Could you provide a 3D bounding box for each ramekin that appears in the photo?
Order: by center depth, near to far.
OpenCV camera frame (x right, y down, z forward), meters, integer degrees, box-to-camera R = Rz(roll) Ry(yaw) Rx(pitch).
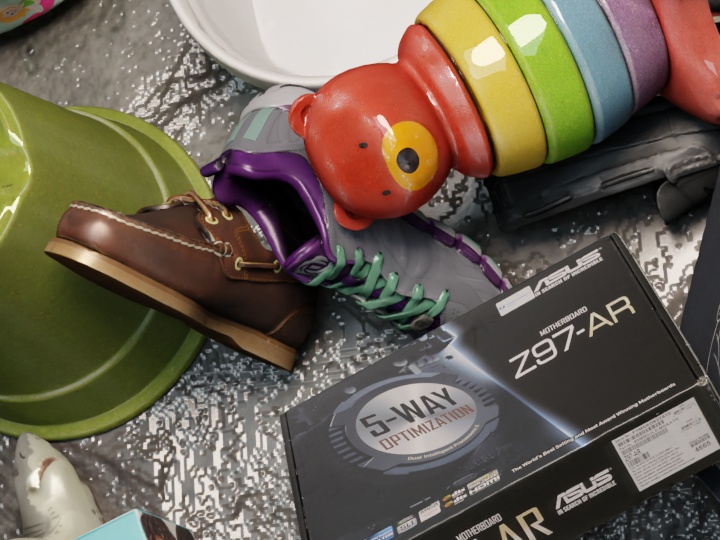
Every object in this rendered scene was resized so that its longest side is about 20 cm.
[{"bbox_3d":[-0.004,-0.180,1.024,0.199,0.105,0.201,-4,76,14],"label":"ramekin"}]

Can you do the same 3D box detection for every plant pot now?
[{"bbox_3d":[-0.196,-0.024,0.990,0.199,0.190,0.201,-4,74,14],"label":"plant pot"}]

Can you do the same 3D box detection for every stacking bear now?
[{"bbox_3d":[0.065,-0.092,0.902,0.200,0.122,0.114,-28,28,-7],"label":"stacking bear"}]

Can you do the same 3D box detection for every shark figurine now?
[{"bbox_3d":[-0.182,0.199,0.977,0.128,0.215,0.090,38,129,-7],"label":"shark figurine"}]

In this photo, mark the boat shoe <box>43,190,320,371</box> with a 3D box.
[{"bbox_3d":[-0.085,-0.006,0.952,0.070,0.200,0.071,22,86,30],"label":"boat shoe"}]

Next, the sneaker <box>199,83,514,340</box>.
[{"bbox_3d":[0.000,0.000,0.952,0.200,0.088,0.074,43,131,-7],"label":"sneaker"}]

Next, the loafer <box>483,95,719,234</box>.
[{"bbox_3d":[0.164,-0.060,0.974,0.200,0.068,0.071,-7,94,9],"label":"loafer"}]

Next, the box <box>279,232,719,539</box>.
[{"bbox_3d":[0.064,0.076,0.880,0.200,0.044,0.160,-29,26,7],"label":"box"}]

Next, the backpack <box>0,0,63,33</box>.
[{"bbox_3d":[-0.245,-0.241,1.088,0.177,0.151,0.201,-20,76,8],"label":"backpack"}]

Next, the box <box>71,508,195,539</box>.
[{"bbox_3d":[-0.073,0.212,0.835,0.049,0.082,0.200,-27,71,6],"label":"box"}]

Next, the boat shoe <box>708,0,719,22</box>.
[{"bbox_3d":[0.211,-0.167,0.968,0.200,0.063,0.071,17,67,32],"label":"boat shoe"}]

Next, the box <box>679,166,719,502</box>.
[{"bbox_3d":[0.226,0.015,0.840,0.107,0.148,0.201,9,105,-12],"label":"box"}]
